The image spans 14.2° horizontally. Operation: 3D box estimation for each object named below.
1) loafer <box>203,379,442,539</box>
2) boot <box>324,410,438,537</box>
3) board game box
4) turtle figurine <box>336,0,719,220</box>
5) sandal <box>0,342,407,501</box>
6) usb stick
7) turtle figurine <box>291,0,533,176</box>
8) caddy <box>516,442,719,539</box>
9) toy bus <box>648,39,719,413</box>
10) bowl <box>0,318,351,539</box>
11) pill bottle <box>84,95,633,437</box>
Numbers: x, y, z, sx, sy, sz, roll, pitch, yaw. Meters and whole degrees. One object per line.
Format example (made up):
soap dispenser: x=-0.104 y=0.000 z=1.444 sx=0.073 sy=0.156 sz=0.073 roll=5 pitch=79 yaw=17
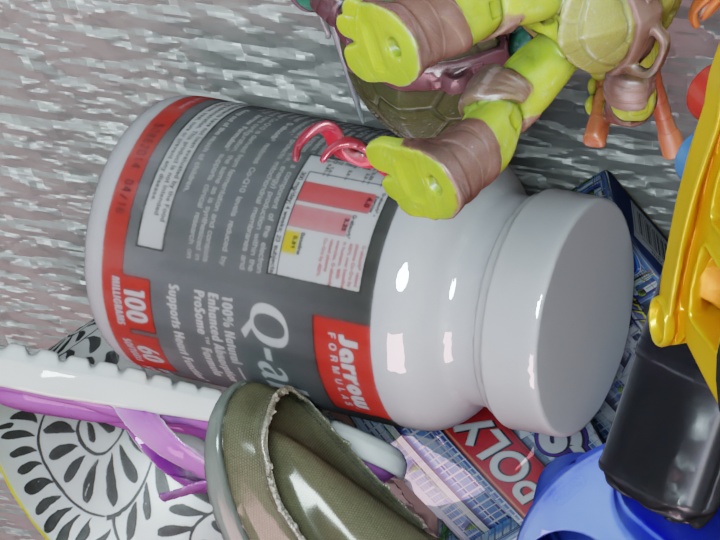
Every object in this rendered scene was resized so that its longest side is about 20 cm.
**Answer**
loafer: x=0.014 y=0.118 z=1.134 sx=0.070 sy=0.075 sz=0.200 roll=-25 pitch=112 yaw=32
boot: x=0.053 y=0.025 z=1.279 sx=0.138 sy=0.078 sz=0.200 roll=-27 pitch=122 yaw=26
board game box: x=0.086 y=0.088 z=1.244 sx=0.200 sy=0.062 sz=0.200 roll=-34 pitch=116 yaw=21
turtle figurine: x=0.072 y=-0.081 z=0.957 sx=0.064 sy=0.161 sz=0.200 roll=34 pitch=146 yaw=34
sandal: x=-0.078 y=0.073 z=1.212 sx=0.202 sy=0.050 sz=0.082 roll=13 pitch=173 yaw=15
usb stick: x=0.139 y=-0.003 z=1.067 sx=0.033 sy=0.201 sz=0.055 roll=6 pitch=-164 yaw=-46
turtle figurine: x=0.034 y=-0.101 z=1.043 sx=0.149 sy=0.101 sz=0.200 roll=5 pitch=140 yaw=9
caddy: x=0.153 y=0.133 z=1.160 sx=0.200 sy=0.105 sz=0.141 roll=40 pitch=114 yaw=-14
toy bus: x=0.168 y=-0.036 z=0.937 sx=0.135 sy=0.192 sz=0.200 roll=-7 pitch=129 yaw=-22
bowl: x=-0.060 y=0.073 z=1.322 sx=0.200 sy=0.201 sz=0.094 roll=28 pitch=116 yaw=-18
pill bottle: x=0.000 y=0.000 z=1.152 sx=0.199 sy=0.116 sz=0.116 roll=11 pitch=150 yaw=27
